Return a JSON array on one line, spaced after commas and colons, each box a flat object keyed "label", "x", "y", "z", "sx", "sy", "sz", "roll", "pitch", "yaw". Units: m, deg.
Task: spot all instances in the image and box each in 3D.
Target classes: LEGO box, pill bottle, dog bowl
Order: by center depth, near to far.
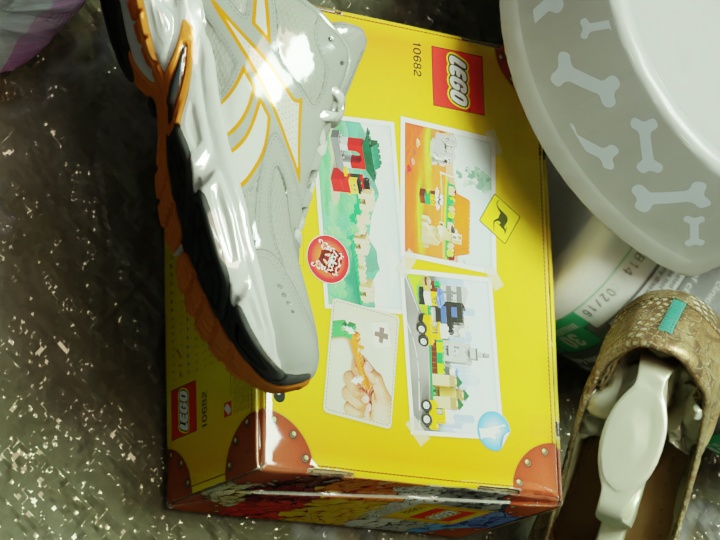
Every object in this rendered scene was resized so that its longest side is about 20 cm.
[{"label": "LEGO box", "x": 0.000, "y": 0.000, "z": 1.139, "sx": 0.149, "sy": 0.077, "sz": 0.201, "roll": 9, "pitch": 71, "yaw": -32}, {"label": "dog bowl", "x": 0.154, "y": -0.096, "z": 1.154, "sx": 0.200, "sy": 0.059, "sz": 0.201, "roll": 15, "pitch": 63, "yaw": -31}, {"label": "pill bottle", "x": 0.164, "y": 0.019, "z": 1.224, "sx": 0.200, "sy": 0.113, "sz": 0.113, "roll": 32, "pitch": 61, "yaw": -22}]

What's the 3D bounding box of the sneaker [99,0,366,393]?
[{"label": "sneaker", "x": -0.033, "y": -0.055, "z": 1.047, "sx": 0.092, "sy": 0.076, "sz": 0.201, "roll": -12, "pitch": 80, "yaw": -17}]

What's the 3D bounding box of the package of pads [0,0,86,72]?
[{"label": "package of pads", "x": -0.145, "y": -0.187, "z": 1.070, "sx": 0.075, "sy": 0.120, "sz": 0.201, "roll": 3, "pitch": 75, "yaw": -27}]

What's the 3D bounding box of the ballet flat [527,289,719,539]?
[{"label": "ballet flat", "x": 0.101, "y": 0.106, "z": 1.137, "sx": 0.065, "sy": 0.070, "sz": 0.201, "roll": -29, "pitch": 131, "yaw": -72}]
